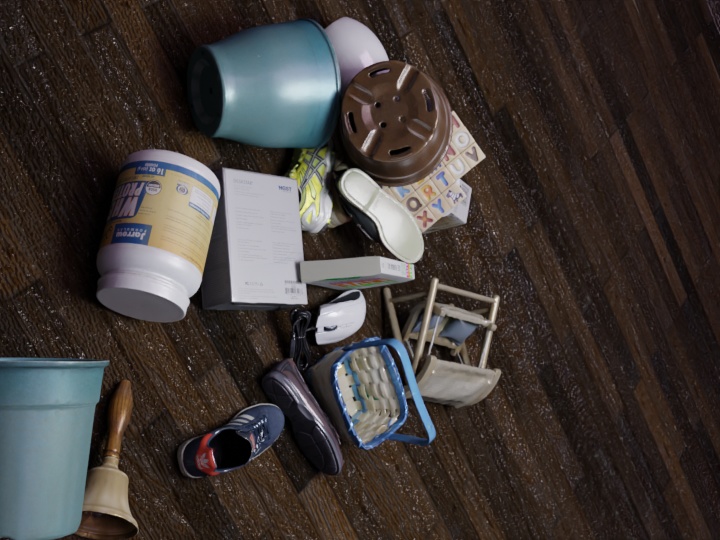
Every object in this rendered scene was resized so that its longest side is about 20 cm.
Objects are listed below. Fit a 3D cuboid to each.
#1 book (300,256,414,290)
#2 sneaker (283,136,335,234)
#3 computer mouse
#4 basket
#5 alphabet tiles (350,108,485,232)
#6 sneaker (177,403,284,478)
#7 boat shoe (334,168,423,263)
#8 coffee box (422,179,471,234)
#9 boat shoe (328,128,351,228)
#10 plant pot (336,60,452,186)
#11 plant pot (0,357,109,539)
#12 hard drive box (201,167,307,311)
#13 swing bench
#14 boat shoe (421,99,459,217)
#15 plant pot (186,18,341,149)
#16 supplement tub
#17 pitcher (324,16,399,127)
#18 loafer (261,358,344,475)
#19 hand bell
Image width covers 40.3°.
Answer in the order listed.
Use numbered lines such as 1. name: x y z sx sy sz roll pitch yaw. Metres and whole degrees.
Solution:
1. book: 0.000 0.000 1.580 0.200 0.131 0.049 10 76 -71
2. sneaker: -0.089 -0.164 1.626 0.075 0.075 0.204 11 67 -34
3. computer mouse: -0.044 0.086 1.608 0.199 0.043 0.112 -26 127 -48
4. basket: 0.018 0.189 1.549 0.138 0.198 0.179 -31 109 -38
5. alphabet tiles: 0.109 -0.171 1.677 0.168 0.199 0.008 51 4 -15
6. sneaker: -0.168 0.248 1.429 0.199 0.084 0.076 -25 98 -47
7. boat shoe: 0.026 -0.090 1.643 0.199 0.066 0.075 41 75 -22
8. coffee box: 0.096 -0.154 1.791 0.199 0.113 0.081 32 59 -36
9. boat shoe: -0.039 -0.177 1.686 0.071 0.064 0.204 12 72 -44
10. plant pot: 0.051 -0.241 1.552 0.198 0.197 0.204 -14 91 -86
11. plant pot: -0.396 0.201 1.135 0.198 0.198 0.200 7 83 -45
12. hard drive box: -0.167 -0.044 1.509 0.154 0.076 0.204 5 77 -46
13. swing bench: 0.148 0.136 1.761 0.197 0.128 0.204 14 71 -44
14. boat shoe: 0.130 -0.197 1.708 0.057 0.067 0.204 -109 -170 -76
15. plant pot: -0.159 -0.279 1.508 0.185 0.199 0.204 -11 88 -32
16. supplement tub: -0.278 -0.046 1.342 0.144 0.143 0.203 28 60 -39
17. pitcher: 0.000 -0.331 1.736 0.121 0.172 0.201 -36 89 -14
18. loafer: -0.078 0.228 1.544 0.202 0.071 0.063 58 42 -15
19. hand bell: -0.323 0.236 1.283 0.104 0.103 0.203 34 46 -36
